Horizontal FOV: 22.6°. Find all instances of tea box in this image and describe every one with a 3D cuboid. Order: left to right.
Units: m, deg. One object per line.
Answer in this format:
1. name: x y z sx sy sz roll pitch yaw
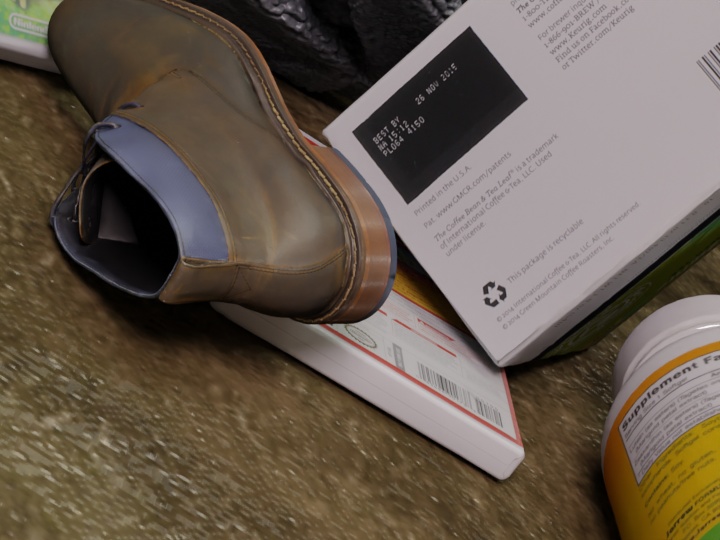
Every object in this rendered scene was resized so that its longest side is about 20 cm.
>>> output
1. tea box: 0.121 -0.071 0.823 0.134 0.200 0.197 53 16 11

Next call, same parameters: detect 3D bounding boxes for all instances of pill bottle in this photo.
1. pill bottle: 0.157 0.091 0.713 0.111 0.111 0.200 31 20 -17

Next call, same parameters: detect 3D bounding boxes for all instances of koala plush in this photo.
1. koala plush: 0.023 -0.198 0.929 0.177 0.201 0.184 10 -18 29

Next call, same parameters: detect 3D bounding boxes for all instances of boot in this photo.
1. boot: -0.080 -0.052 0.664 0.097 0.075 0.200 -2 36 -49

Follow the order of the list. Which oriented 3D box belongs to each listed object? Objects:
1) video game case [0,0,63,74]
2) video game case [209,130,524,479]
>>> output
1. video game case: -0.173 -0.183 0.708 0.200 0.022 0.183 9 78 -53
2. video game case: 0.000 0.000 0.782 0.143 0.017 0.200 32 21 -16
